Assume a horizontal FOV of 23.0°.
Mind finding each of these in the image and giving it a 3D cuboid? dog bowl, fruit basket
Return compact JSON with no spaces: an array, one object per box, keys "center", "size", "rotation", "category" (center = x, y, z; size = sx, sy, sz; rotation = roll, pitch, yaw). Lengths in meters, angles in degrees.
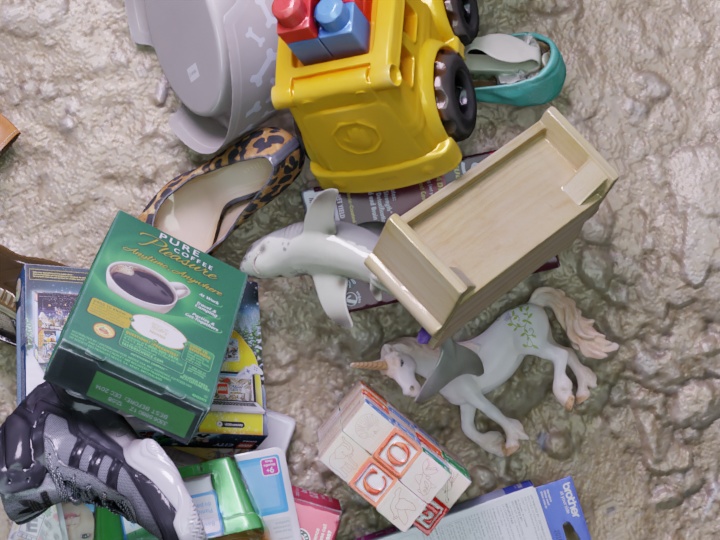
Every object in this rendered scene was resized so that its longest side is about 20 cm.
[{"center":[-0.123,-0.197,1.408],"size":[0.058,0.200,0.201],"rotation":[-18,93,-24],"category":"dog bowl"},{"center":[-0.129,0.248,1.351],"size":[0.184,0.094,0.201],"rotation":[-11,71,-2],"category":"fruit basket"}]

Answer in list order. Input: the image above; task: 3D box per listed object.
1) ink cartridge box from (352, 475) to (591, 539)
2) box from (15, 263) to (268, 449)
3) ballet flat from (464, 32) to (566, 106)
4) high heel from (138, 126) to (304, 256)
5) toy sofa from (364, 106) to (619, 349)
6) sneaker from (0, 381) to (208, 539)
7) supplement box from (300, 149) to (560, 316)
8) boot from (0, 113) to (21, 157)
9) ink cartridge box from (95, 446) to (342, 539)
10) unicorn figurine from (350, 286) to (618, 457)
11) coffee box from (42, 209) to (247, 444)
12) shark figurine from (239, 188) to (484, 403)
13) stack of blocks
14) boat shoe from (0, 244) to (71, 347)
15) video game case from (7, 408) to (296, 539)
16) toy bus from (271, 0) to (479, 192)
[{"center":[0.101,0.257,1.504],"size":[0.199,0.042,0.120],"rotation":[-19,93,2],"category":"ink cartridge box"},{"center":[-0.177,0.071,1.430],"size":[0.199,0.038,0.138],"rotation":[5,63,-22],"category":"box"},{"center":[0.073,-0.172,1.466],"size":[0.198,0.071,0.068],"rotation":[-2,57,-3],"category":"ballet flat"},{"center":[-0.131,-0.047,1.433],"size":[0.200,0.143,0.072],"rotation":[-39,95,0],"category":"high heel"},{"center":[0.100,-0.033,1.379],"size":[0.200,0.098,0.083],"rotation":[-35,75,-31],"category":"toy sofa"},{"center":[-0.201,0.160,1.296],"size":[0.114,0.076,0.200],"rotation":[-35,56,-16],"category":"sneaker"},{"center":[0.057,-0.034,1.480],"size":[0.199,0.061,0.110],"rotation":[-12,92,-2],"category":"supplement box"},{"center":[-0.394,-0.097,1.467],"size":[0.155,0.077,0.200],"rotation":[42,84,-7],"category":"boot"},{"center":[-0.130,0.232,1.453],"size":[0.199,0.083,0.146],"rotation":[18,91,-3],"category":"ink cartridge box"},{"center":[0.105,0.085,1.488],"size":[0.199,0.074,0.138],"rotation":[-34,83,-14],"category":"unicorn figurine"},{"center":[-0.159,0.040,1.353],"size":[0.122,0.200,0.044],"rotation":[25,119,-10],"category":"coffee box"},{"center":[0.020,0.000,1.414],"size":[0.214,0.090,0.129],"rotation":[32,125,9],"category":"shark figurine"},{"center":[0.027,0.153,1.417],"size":[0.115,0.200,0.059],"rotation":[39,90,-2],"category":"stack of blocks"},{"center":[-0.280,0.028,1.472],"size":[0.199,0.065,0.073],"rotation":[28,52,-3],"category":"boat shoe"},{"center":[-0.177,0.180,1.501],"size":[0.199,0.023,0.183],"rotation":[20,92,-2],"category":"video game case"},{"center":[-0.004,-0.188,1.345],"size":[0.135,0.192,0.201],"rotation":[-9,58,24],"category":"toy bus"}]
